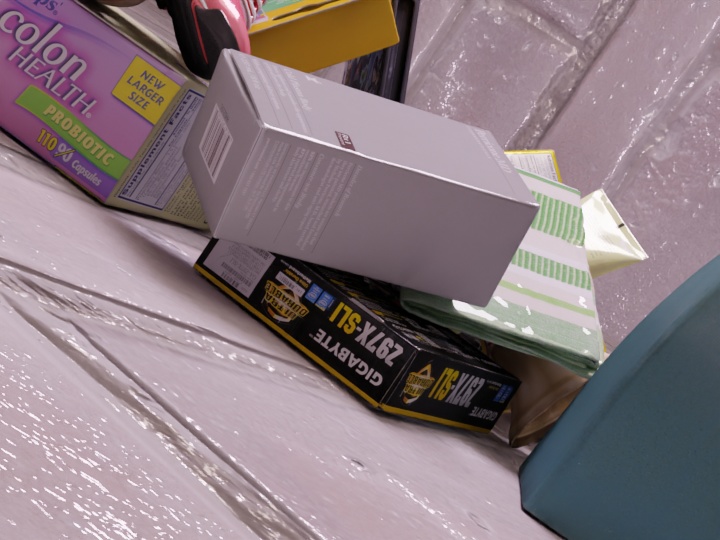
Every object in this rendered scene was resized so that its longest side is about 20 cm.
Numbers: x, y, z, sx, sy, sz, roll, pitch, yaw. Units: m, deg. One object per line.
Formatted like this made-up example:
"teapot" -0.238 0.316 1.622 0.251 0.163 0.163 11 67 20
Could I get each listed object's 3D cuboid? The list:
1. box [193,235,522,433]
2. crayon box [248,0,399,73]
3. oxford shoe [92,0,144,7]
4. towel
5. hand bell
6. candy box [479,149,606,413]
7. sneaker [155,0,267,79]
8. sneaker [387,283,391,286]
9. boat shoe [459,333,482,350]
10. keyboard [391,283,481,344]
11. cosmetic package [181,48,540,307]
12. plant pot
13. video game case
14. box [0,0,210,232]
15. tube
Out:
"box" 0.004 0.037 1.224 0.160 0.049 0.200 34 5 24
"crayon box" -0.054 -0.182 1.366 0.200 0.125 0.052 -134 -153 -66
"oxford shoe" -0.163 -0.209 1.254 0.075 0.070 0.200 39 4 -33
"towel" 0.093 -0.015 1.304 0.152 0.023 0.200 20 36 -15
"hand bell" 0.096 0.015 1.341 0.200 0.104 0.104 57 12 16
"candy box" 0.124 0.005 1.415 0.102 0.026 0.201 -2 71 -34
"sneaker" -0.090 -0.195 1.250 0.200 0.087 0.074 -119 -165 -55
"sneaker" 0.000 0.000 1.419 0.200 0.076 0.092 44 0 34
"boat shoe" 0.051 -0.009 1.527 0.066 0.070 0.200 16 49 -67
"keyboard" 0.052 0.009 1.332 0.200 0.011 0.056 32 36 -65
"cosmetic package" -0.001 -0.056 1.175 0.199 0.090 0.107 11 29 -27
"plant pot" 0.213 0.093 1.177 0.141 0.200 0.141 34 5 1
"video game case" 0.008 -0.138 1.448 0.025 0.181 0.200 11 -12 -9
"box" -0.174 -0.121 1.286 0.176 0.097 0.200 36 5 15
"tube" 0.120 0.003 1.471 0.058 0.200 0.052 67 -10 -8
